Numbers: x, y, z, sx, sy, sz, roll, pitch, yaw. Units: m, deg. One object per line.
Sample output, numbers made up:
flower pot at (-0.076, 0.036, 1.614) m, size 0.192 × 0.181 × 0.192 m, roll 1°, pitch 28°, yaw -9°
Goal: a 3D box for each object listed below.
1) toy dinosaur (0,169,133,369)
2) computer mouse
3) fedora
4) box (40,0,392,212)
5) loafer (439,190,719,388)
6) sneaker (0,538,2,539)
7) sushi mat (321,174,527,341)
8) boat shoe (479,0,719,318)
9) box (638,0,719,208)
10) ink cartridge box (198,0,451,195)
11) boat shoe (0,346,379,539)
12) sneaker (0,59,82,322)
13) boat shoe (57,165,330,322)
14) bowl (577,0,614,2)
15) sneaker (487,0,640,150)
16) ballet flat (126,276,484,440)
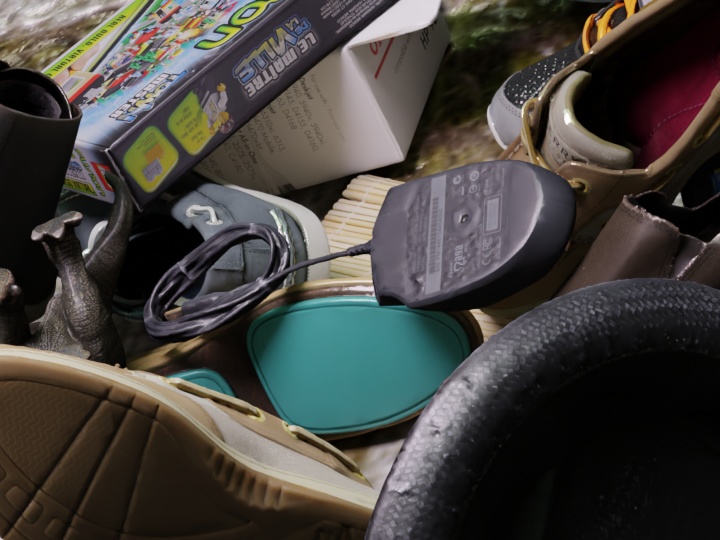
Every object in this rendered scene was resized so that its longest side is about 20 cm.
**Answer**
toy dinosaur at (-0.120, 0.045, 1.100) m, size 0.076 × 0.103 × 0.201 m, roll -9°, pitch 45°, yaw 1°
computer mouse at (0.000, 0.000, 1.088) m, size 0.199 × 0.034 × 0.059 m, roll -12°, pitch 59°, yaw 33°
fedora at (0.076, 0.104, 0.892) m, size 0.200 × 0.201 × 0.092 m, roll -40°, pitch 7°, yaw -17°
box at (-0.063, -0.107, 1.264) m, size 0.200 × 0.035 × 0.110 m, roll -42°, pitch 32°, yaw -23°
loafer at (0.109, 0.004, 1.050) m, size 0.199 × 0.072 × 0.073 m, roll -31°, pitch 14°, yaw 5°
sneaker at (-0.141, 0.185, 0.984) m, size 0.099 × 0.078 × 0.200 m, roll 36°, pitch 80°, yaw 27°
sushi mat at (0.038, 0.000, 1.190) m, size 0.199 × 0.012 × 0.096 m, roll 11°, pitch 50°, yaw 47°
boat shoe at (0.096, -0.055, 1.083) m, size 0.200 × 0.066 × 0.074 m, roll -44°, pitch 60°, yaw 27°
box at (0.210, -0.117, 1.102) m, size 0.199 × 0.043 × 0.161 m, roll -15°, pitch 75°, yaw 20°
ink cartridge box at (-0.032, -0.093, 1.321) m, size 0.199 × 0.067 × 0.116 m, roll -14°, pitch 30°, yaw 24°
boat shoe at (-0.068, 0.076, 0.999) m, size 0.074 × 0.199 × 0.066 m, roll -57°, pitch 27°, yaw 10°
sneaker at (-0.145, -0.037, 1.173) m, size 0.107 × 0.074 × 0.200 m, roll -60°, pitch 3°, yaw 11°
boat shoe at (-0.094, -0.012, 1.234) m, size 0.061 × 0.073 × 0.199 m, roll -2°, pitch 8°, yaw -38°
bowl at (0.098, -0.199, 1.240) m, size 0.200 × 0.202 × 0.105 m, roll 8°, pitch 45°, yaw 45°
sneaker at (0.142, -0.106, 1.196) m, size 0.199 × 0.077 × 0.079 m, roll -21°, pitch 34°, yaw 15°
ballet flat at (-0.040, 0.039, 1.151) m, size 0.199 × 0.069 × 0.063 m, roll -16°, pitch 16°, yaw 18°
